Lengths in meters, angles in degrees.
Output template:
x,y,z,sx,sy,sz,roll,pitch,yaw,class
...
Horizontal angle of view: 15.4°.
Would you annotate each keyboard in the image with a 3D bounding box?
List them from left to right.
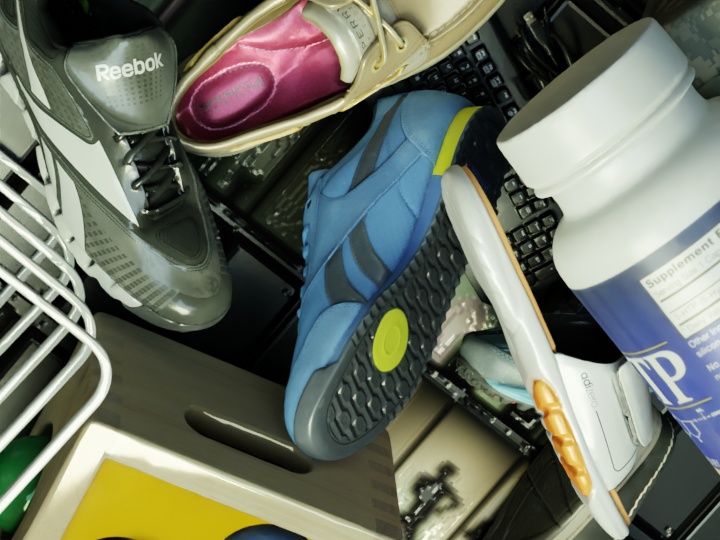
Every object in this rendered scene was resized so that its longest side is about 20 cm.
x,y,z,sx,sy,sz,roll,pitch,yaw,class
0.064,-0.079,1.305,0.104,0.040,0.200,-30,112,2,keyboard

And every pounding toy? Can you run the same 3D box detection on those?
x,y,z,sx,sy,sz,roll,pitch,yaw,class
-0.110,0.144,1.219,0.199,0.142,0.185,23,114,-16,pounding toy

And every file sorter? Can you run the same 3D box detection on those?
x,y,z,sx,sy,sz,roll,pitch,yaw,class
-0.204,0.017,1.211,0.124,0.200,0.139,40,99,-24,file sorter

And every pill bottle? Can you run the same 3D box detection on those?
x,y,z,sx,sy,sz,roll,pitch,yaw,class
0.156,-0.008,1.189,0.120,0.120,0.200,-39,97,5,pill bottle

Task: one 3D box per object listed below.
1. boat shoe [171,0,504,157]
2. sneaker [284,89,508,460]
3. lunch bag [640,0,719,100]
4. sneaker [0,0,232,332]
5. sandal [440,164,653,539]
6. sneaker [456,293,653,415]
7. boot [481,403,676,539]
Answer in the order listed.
x,y,z,sx,sy,sz,roll,pitch,yaw,class
-0.008,-0.110,1.249,0.200,0.069,0.074,-33,97,12,boat shoe
0.000,0.000,1.252,0.201,0.078,0.066,-64,148,-26,sneaker
0.240,-0.077,1.249,0.200,0.118,0.164,47,133,-11,lunch bag
-0.111,-0.067,1.209,0.066,0.090,0.201,-23,79,-32,sneaker
0.101,0.034,1.238,0.059,0.079,0.207,-25,115,-1,sandal
0.139,0.010,1.332,0.199,0.079,0.096,-12,112,-15,sneaker
0.139,0.168,1.380,0.150,0.073,0.200,28,111,-17,boot
